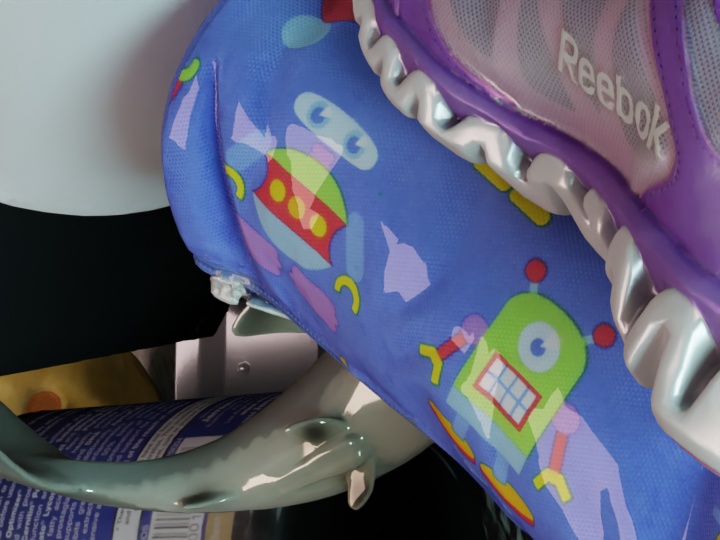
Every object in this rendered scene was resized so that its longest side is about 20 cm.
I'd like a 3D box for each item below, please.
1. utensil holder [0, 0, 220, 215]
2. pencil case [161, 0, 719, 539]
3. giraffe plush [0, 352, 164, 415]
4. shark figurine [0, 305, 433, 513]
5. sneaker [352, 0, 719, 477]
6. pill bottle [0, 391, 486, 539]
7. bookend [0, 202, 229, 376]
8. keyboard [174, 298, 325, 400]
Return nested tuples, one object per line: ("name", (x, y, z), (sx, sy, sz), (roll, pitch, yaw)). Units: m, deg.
("utensil holder", (-0.062, -0.125, 0.651), (0.170, 0.169, 0.200), (62, 159, 20))
("pencil case", (0.036, 0.010, 0.570), (0.200, 0.078, 0.087), (40, 106, 32))
("giraffe plush", (-0.093, 0.106, 1.000), (0.162, 0.172, 0.200), (49, 117, 20))
("shark figurine", (-0.006, 0.018, 0.722), (0.128, 0.214, 0.090), (48, -157, -23))
("sneaker", (0.066, -0.045, 0.502), (0.200, 0.080, 0.089), (53, 138, 49))
("pill bottle", (-0.068, 0.097, 0.832), (0.199, 0.112, 0.112), (-6, 106, 38))
("bookend", (-0.154, -0.063, 0.820), (0.199, 0.200, 0.092), (45, 123, 27))
("keyboard", (-0.038, 0.088, 0.891), (0.056, 0.011, 0.201), (6, 102, 23))
